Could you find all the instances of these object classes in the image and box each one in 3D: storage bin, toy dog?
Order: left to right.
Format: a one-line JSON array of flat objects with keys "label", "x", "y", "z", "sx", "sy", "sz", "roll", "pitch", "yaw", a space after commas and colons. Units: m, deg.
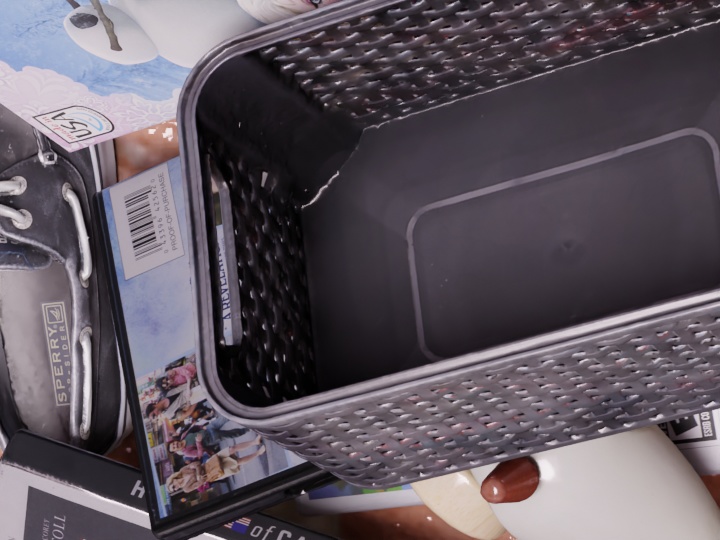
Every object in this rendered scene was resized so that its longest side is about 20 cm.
[{"label": "storage bin", "x": 0.052, "y": -0.020, "z": 0.788, "sx": 0.199, "sy": 0.094, "sz": 0.136, "roll": -15, "pitch": 66, "yaw": 21}, {"label": "toy dog", "x": 0.106, "y": 0.099, "z": 0.865, "sx": 0.199, "sy": 0.096, "sz": 0.132, "roll": 22, "pitch": 114, "yaw": 7}]

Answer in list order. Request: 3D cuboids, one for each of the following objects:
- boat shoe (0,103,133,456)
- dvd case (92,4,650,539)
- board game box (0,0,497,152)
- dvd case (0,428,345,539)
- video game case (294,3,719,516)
[{"label": "boat shoe", "x": -0.135, "y": -0.016, "z": 0.943, "sx": 0.071, "sy": 0.068, "sz": 0.201, "roll": -5, "pitch": 102, "yaw": 17}, {"label": "dvd case", "x": 0.000, "y": 0.000, "z": 0.873, "sx": 0.199, "sy": 0.018, "sz": 0.143, "roll": -22, "pitch": 64, "yaw": 20}, {"label": "board game box", "x": -0.088, "y": -0.124, "z": 0.809, "sx": 0.198, "sy": 0.200, "sz": 0.044, "roll": -14, "pitch": 56, "yaw": 35}, {"label": "dvd case", "x": -0.051, "y": 0.150, "z": 0.948, "sx": 0.199, "sy": 0.025, "sz": 0.151, "roll": 18, "pitch": 130, "yaw": 7}, {"label": "video game case", "x": 0.044, "y": -0.012, "z": 0.917, "sx": 0.182, "sy": 0.022, "sz": 0.201, "roll": -8, "pitch": 102, "yaw": 18}]
